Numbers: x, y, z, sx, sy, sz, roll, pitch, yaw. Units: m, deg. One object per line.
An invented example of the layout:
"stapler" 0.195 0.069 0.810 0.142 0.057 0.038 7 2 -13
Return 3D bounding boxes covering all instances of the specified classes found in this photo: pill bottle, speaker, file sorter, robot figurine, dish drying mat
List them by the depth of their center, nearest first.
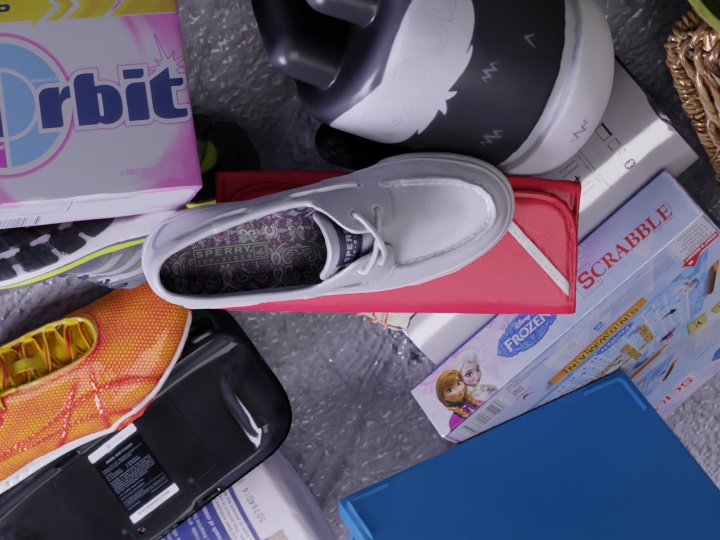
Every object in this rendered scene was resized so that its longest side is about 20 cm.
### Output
"robot figurine" 0.042 -0.124 1.203 0.199 0.150 0.125 16 73 -27
"dish drying mat" 0.020 -0.014 1.206 0.199 0.018 0.077 1 101 -6
"file sorter" 0.104 0.180 1.306 0.199 0.139 0.123 -22 144 -22
"speaker" 0.099 -0.032 1.308 0.200 0.081 0.081 -41 126 9
"pill bottle" -0.113 0.199 1.361 0.200 0.111 0.111 -32 127 2

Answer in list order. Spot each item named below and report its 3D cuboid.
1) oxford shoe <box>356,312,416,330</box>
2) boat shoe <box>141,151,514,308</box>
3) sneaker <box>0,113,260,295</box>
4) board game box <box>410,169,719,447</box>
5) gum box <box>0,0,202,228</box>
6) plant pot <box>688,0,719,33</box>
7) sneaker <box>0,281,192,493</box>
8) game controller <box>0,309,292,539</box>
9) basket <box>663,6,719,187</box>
"oxford shoe" 0.000 0.000 1.245 0.199 0.071 0.074 -10 90 5
"boat shoe" -0.016 -0.018 1.158 0.199 0.069 0.072 -4 102 -4
"sneaker" -0.149 -0.017 1.222 0.199 0.074 0.081 -17 146 -19
"board game box" 0.153 0.046 1.357 0.200 0.041 0.199 -41 150 9
"gum box" -0.190 -0.082 1.141 0.199 0.066 0.114 -6 82 -16
"plant pot" 0.210 -0.242 1.141 0.199 0.193 0.201 -10 125 -14
"sneaker" -0.181 0.066 1.265 0.200 0.073 0.077 -37 147 5
"game controller" -0.138 0.109 1.311 0.200 0.042 0.104 -37 90 6
"basket" 0.287 -0.099 1.260 0.143 0.149 0.200 -51 130 -23
